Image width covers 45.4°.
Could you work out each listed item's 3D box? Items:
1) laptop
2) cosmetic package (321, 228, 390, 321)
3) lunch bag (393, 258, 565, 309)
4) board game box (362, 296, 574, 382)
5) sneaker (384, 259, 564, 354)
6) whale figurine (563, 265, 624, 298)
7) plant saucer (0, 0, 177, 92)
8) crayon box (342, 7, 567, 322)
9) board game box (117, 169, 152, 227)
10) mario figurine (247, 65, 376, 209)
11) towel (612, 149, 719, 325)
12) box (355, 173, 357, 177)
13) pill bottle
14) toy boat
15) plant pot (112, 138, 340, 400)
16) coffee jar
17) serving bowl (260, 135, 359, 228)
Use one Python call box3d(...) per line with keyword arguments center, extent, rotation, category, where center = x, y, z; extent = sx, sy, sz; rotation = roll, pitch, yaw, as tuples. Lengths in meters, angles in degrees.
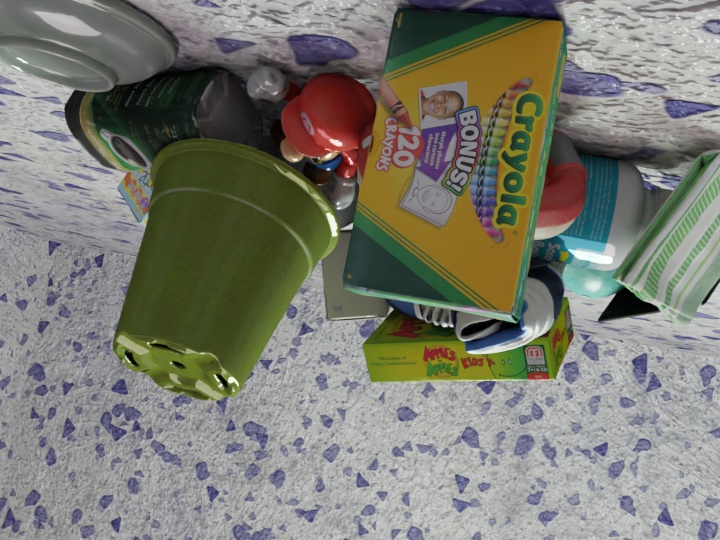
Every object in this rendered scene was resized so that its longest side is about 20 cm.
box3d(center=(0.440, 0.020, 1.080), extent=(0.116, 0.200, 0.187), rotation=(46, 158, -9), category="laptop")
box3d(center=(0.000, 0.000, 1.040), extent=(0.071, 0.106, 0.200), rotation=(-4, -176, 4), category="cosmetic package")
box3d(center=(0.145, -0.017, 1.013), extent=(0.199, 0.140, 0.168), rotation=(11, -153, 20), category="lunch bag")
box3d(center=(0.114, 0.073, 0.908), extent=(0.199, 0.048, 0.102), rotation=(-4, -160, 26), category="board game box")
box3d(center=(0.093, 0.029, 0.834), extent=(0.199, 0.081, 0.146), rotation=(2, -166, 24), category="sneaker")
box3d(center=(0.265, -0.023, 1.118), extent=(0.199, 0.104, 0.159), rotation=(10, 174, -5), category="whale figurine")
box3d(center=(-0.265, -0.200, 0.761), extent=(0.199, 0.051, 0.200), rotation=(11, 173, 1), category="plant saucer")
box3d(center=(0.068, -0.073, 0.598), extent=(0.118, 0.201, 0.058), rotation=(9, 174, 17), category="crayon box")
box3d(center=(-0.199, -0.083, 1.138), extent=(0.200, 0.103, 0.105), rotation=(31, -169, -43), category="board game box")
box3d(center=(-0.054, -0.123, 0.816), extent=(0.123, 0.107, 0.200), rotation=(12, 176, -8), category="mario figurine")
box3d(center=(0.323, -0.026, 0.826), extent=(0.023, 0.153, 0.200), rotation=(39, -169, 37), category="towel")
box3d(center=(0.068, -0.116, 1.027), extent=(0.163, 0.021, 0.200), rotation=(11, 174, 9), category="box")
box3d(center=(0.205, -0.063, 0.856), extent=(0.199, 0.111, 0.111), rotation=(11, 174, 7), category="pill bottle")
box3d(center=(0.096, -0.104, 0.726), extent=(0.199, 0.131, 0.131), rotation=(-3, 135, -8), category="toy boat")
box3d(center=(-0.142, 0.013, 0.815), extent=(0.199, 0.191, 0.200), rotation=(14, 150, 8), category="plant pot")
box3d(center=(-0.204, -0.151, 0.876), extent=(0.199, 0.086, 0.104), rotation=(7, 149, 32), category="coffee jar")
box3d(center=(-0.094, -0.108, 0.979), extent=(0.199, 0.066, 0.200), rotation=(6, -153, -3), category="serving bowl")
